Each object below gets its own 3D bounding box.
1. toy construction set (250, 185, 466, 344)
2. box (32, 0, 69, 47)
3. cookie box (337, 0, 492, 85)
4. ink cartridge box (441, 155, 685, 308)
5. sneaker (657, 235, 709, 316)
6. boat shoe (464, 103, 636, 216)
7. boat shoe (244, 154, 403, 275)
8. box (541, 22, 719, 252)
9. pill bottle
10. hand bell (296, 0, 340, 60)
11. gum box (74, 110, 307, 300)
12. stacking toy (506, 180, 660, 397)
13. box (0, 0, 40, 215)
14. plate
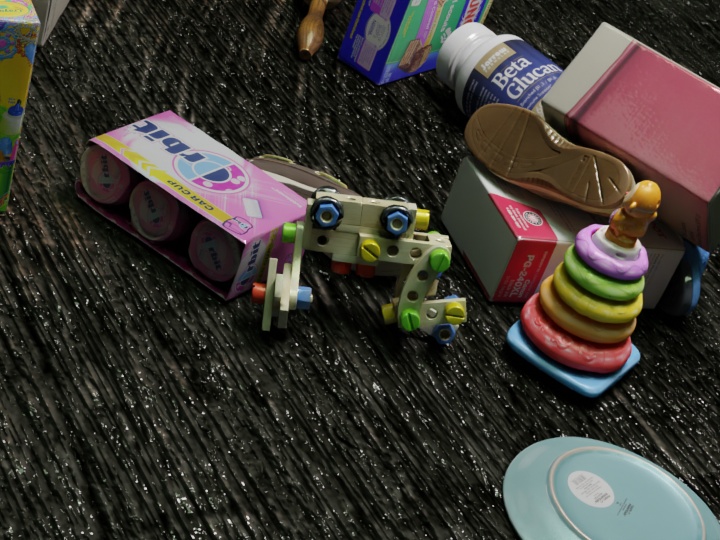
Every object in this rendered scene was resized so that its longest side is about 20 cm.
[{"bbox_3d":[0.000,0.000,1.262,0.199,0.132,0.092,2,19,-18],"label":"toy construction set"},{"bbox_3d":[-0.361,-0.326,1.595,0.082,0.069,0.200,16,32,-5],"label":"box"},{"bbox_3d":[0.082,-0.329,1.748,0.075,0.172,0.200,38,36,22],"label":"cookie box"},{"bbox_3d":[0.204,-0.037,1.455,0.199,0.084,0.146,4,35,-25],"label":"ink cartridge box"},{"bbox_3d":[0.345,-0.017,1.521,0.078,0.066,0.201,18,32,-11],"label":"sneaker"},{"bbox_3d":[0.186,-0.101,1.410,0.200,0.071,0.064,34,0,35],"label":"boat shoe"},{"bbox_3d":[-0.033,-0.057,1.371,0.199,0.072,0.060,22,34,14],"label":"boat shoe"},{"bbox_3d":[0.292,-0.130,1.416,0.200,0.109,0.128,35,-9,25],"label":"box"},{"bbox_3d":[0.180,-0.204,1.667,0.111,0.112,0.200,-12,44,-40],"label":"pill bottle"},{"bbox_3d":[-0.052,-0.325,1.766,0.103,0.104,0.201,16,43,-7],"label":"hand bell"},{"bbox_3d":[-0.154,-0.066,1.317,0.199,0.066,0.113,33,33,21],"label":"gum box"},{"bbox_3d":[0.219,0.003,1.293,0.110,0.201,0.116,34,35,22],"label":"stacking toy"},{"bbox_3d":[-0.393,-0.162,1.212,0.199,0.193,0.122,2,36,-27],"label":"box"},{"bbox_3d":[0.212,0.197,1.163,0.199,0.026,0.201,14,33,-10],"label":"plate"}]
